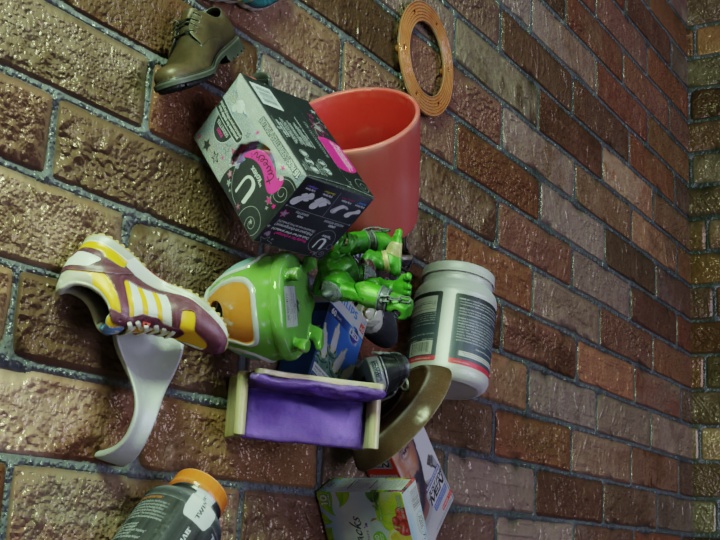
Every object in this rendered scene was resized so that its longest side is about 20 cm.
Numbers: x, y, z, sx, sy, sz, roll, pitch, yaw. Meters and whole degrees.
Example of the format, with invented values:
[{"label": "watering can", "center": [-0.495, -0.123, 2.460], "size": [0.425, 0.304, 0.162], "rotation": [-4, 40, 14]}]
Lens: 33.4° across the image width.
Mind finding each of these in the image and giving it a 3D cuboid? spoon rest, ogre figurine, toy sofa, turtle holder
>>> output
[{"label": "spoon rest", "center": [-0.249, 0.119, 1.362], "size": [0.099, 0.060, 0.201], "rotation": [26, 65, -41]}, {"label": "ogre figurine", "center": [0.000, 0.000, 1.591], "size": [0.098, 0.119, 0.201], "rotation": [106, -17, -48]}, {"label": "toy sofa", "center": [-0.069, 0.182, 1.542], "size": [0.199, 0.097, 0.083], "rotation": [10, 76, -23]}, {"label": "turtle holder", "center": [-0.121, 0.038, 1.524], "size": [0.186, 0.131, 0.142], "rotation": [-74, 156, -59]}]

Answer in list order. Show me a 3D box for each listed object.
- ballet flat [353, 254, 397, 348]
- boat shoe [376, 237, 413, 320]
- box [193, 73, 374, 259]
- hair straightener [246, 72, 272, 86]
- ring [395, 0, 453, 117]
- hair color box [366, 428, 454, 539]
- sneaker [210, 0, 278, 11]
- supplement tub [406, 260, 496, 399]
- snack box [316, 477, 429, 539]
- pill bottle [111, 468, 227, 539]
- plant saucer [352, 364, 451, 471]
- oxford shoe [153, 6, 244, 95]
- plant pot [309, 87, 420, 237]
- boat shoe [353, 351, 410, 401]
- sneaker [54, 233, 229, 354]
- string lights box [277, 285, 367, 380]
[{"label": "ballet flat", "center": [-0.003, 0.036, 1.789], "size": [0.073, 0.073, 0.201], "rotation": [-40, 114, -54]}, {"label": "boat shoe", "center": [0.050, -0.018, 1.890], "size": [0.072, 0.064, 0.201], "rotation": [-14, 98, -61]}, {"label": "box", "center": [-0.101, -0.128, 1.500], "size": [0.132, 0.115, 0.200], "rotation": [15, 33, -48]}, {"label": "hair straightener", "center": [-0.119, -0.174, 1.649], "size": [0.077, 0.041, 0.201], "rotation": [-35, 116, -55]}, {"label": "ring", "center": [0.110, -0.367, 2.085], "size": [0.200, 0.019, 0.202], "rotation": [16, 71, -57]}, {"label": "hair color box", "center": [0.075, 0.324, 1.887], "size": [0.111, 0.064, 0.201], "rotation": [-57, 132, -45]}, {"label": "sneaker", "center": [-0.140, -0.391, 1.606], "size": [0.200, 0.079, 0.078], "rotation": [-26, 108, -58]}, {"label": "supplement tub", "center": [0.150, 0.100, 1.968], "size": [0.140, 0.140, 0.201], "rotation": [38, 54, -51]}, {"label": "snack box", "center": [0.028, 0.397, 1.719], "size": [0.053, 0.141, 0.201], "rotation": [-34, 114, -57]}, {"label": "pill bottle", "center": [-0.224, 0.315, 1.341], "size": [0.200, 0.106, 0.107], "rotation": [-57, 133, -46]}, {"label": "plant saucer", "center": [0.052, 0.208, 1.765], "size": [0.034, 0.200, 0.201], "rotation": [43, 44, -10]}, {"label": "oxford shoe", "center": [-0.213, -0.274, 1.482], "size": [0.200, 0.072, 0.085], "rotation": [-65, 137, -58]}, {"label": "plant pot", "center": [0.001, -0.140, 1.719], "size": [0.201, 0.199, 0.178], "rotation": [-54, 142, -48]}, {"label": "boat shoe", "center": [0.032, 0.151, 1.736], "size": [0.199, 0.068, 0.074], "rotation": [114, -39, -72]}, {"label": "sneaker", "center": [-0.242, 0.050, 1.327], "size": [0.199, 0.075, 0.090], "rotation": [34, 53, -7]}, {"label": "string lights box", "center": [-0.059, 0.130, 1.689], "size": [0.103, 0.059, 0.201], "rotation": [51, 45, -43]}]
